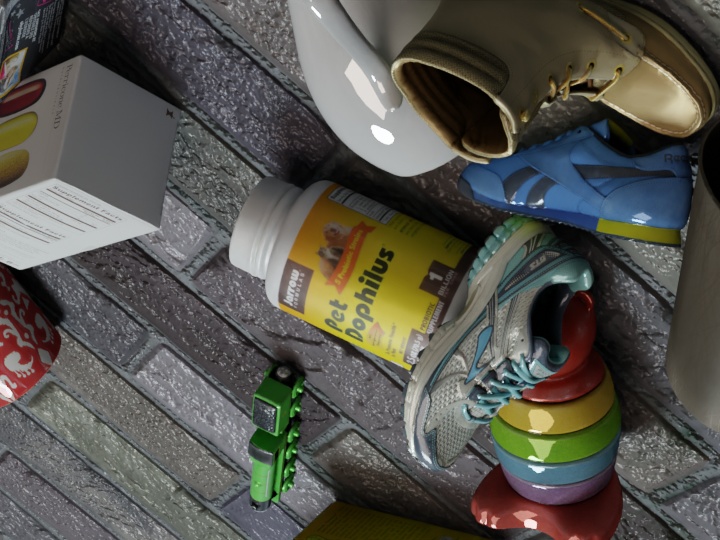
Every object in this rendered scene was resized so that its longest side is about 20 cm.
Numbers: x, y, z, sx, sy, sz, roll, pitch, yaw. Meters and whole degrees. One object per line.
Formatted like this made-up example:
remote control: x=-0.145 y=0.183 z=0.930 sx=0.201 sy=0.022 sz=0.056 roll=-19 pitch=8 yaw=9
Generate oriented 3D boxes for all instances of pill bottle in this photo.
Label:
pill bottle: x=0.000 y=0.000 z=1.236 sx=0.198 sy=0.110 sz=0.110 roll=24 pitch=141 yaw=12

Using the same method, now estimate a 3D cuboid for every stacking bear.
stacking bear: x=0.151 y=0.100 z=1.235 sx=0.120 sy=0.114 sz=0.202 roll=11 pitch=125 yaw=28

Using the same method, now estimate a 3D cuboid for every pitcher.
pitcher: x=0.005 y=-0.154 z=1.028 sx=0.120 sy=0.172 sz=0.201 roll=-25 pitch=115 yaw=17

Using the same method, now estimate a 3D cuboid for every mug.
mug: x=-0.406 y=0.025 z=1.562 sx=0.201 sy=0.133 sz=0.177 roll=53 pitch=165 yaw=-28

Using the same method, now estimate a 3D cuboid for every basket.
basket: x=0.280 y=0.014 z=1.037 sx=0.179 sy=0.137 sz=0.201 roll=27 pitch=145 yaw=11

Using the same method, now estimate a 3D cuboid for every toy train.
toy train: x=-0.085 y=0.167 z=1.514 sx=0.041 sy=0.057 sz=0.201 roll=23 pitch=140 yaw=13

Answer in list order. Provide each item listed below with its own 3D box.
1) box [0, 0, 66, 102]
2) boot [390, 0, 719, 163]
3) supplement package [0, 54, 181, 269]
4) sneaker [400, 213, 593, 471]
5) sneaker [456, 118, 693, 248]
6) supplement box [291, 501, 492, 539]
box: x=-0.335 y=-0.244 z=1.222 sx=0.199 sy=0.115 sz=0.133 roll=31 pitch=140 yaw=3
boot: x=0.125 y=-0.116 z=0.988 sx=0.199 sy=0.156 sz=0.073 roll=35 pitch=140 yaw=-6
supplement package: x=-0.259 y=-0.086 z=1.306 sx=0.199 sy=0.115 sz=0.109 roll=-13 pitch=151 yaw=42
sneaker: x=0.100 y=0.062 z=1.139 sx=0.086 sy=0.202 sz=0.077 roll=30 pitch=-171 yaw=34
sneaker: x=0.151 y=-0.069 z=1.100 sx=0.199 sy=0.065 sz=0.080 roll=15 pitch=101 yaw=47
supplement box: x=0.034 y=0.314 z=1.514 sx=0.198 sy=0.109 sz=0.110 roll=9 pitch=113 yaw=28
